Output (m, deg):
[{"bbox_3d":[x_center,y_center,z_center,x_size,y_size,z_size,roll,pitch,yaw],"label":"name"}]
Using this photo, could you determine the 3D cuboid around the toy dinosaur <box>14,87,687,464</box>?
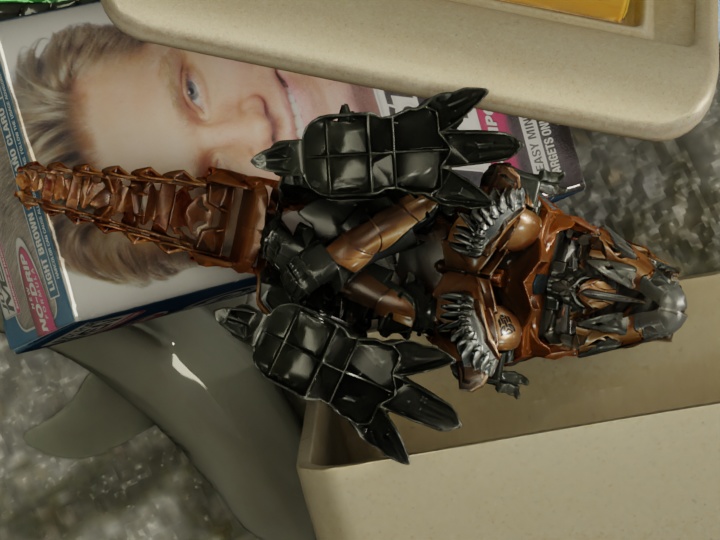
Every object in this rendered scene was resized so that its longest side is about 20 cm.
[{"bbox_3d":[0.000,0.000,0.910,0.199,0.136,0.103,-10,94,-2],"label":"toy dinosaur"}]

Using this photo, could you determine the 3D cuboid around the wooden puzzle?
[{"bbox_3d":[0.024,-0.113,0.947,0.184,0.200,0.037,12,119,2],"label":"wooden puzzle"}]

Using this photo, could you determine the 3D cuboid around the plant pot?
[{"bbox_3d":[0.094,0.110,0.974,0.198,0.200,0.178,-9,99,2],"label":"plant pot"}]

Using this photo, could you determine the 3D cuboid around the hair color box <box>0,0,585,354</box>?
[{"bbox_3d":[-0.031,-0.047,0.997,0.199,0.060,0.101,-15,87,-29],"label":"hair color box"}]

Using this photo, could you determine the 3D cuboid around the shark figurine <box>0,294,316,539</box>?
[{"bbox_3d":[-0.112,0.022,1.032,0.213,0.090,0.129,8,87,1],"label":"shark figurine"}]

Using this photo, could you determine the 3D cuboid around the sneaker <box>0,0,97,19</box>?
[{"bbox_3d":[-0.096,-0.116,1.040,0.199,0.078,0.086,-19,68,-7],"label":"sneaker"}]
